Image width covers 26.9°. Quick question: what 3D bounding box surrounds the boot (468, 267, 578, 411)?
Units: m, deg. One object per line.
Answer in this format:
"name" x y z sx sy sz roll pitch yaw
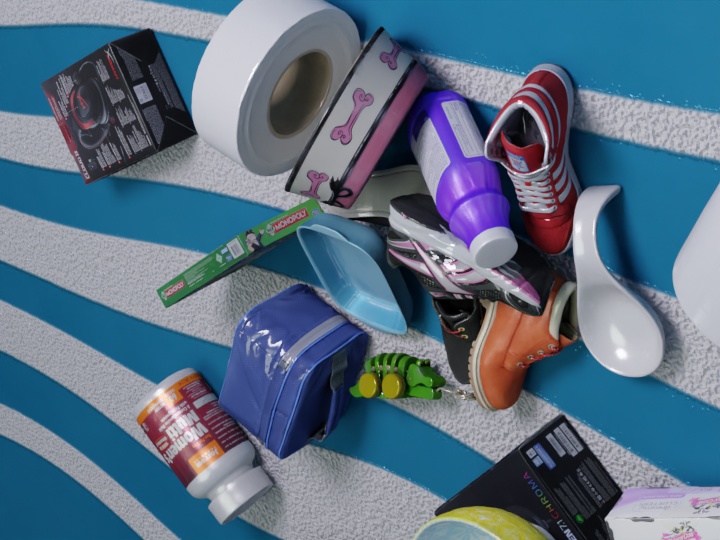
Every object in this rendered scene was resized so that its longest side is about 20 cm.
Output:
"boot" 0.180 0.080 1.626 0.107 0.075 0.201 24 126 28

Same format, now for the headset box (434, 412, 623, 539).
"headset box" 0.201 0.290 1.703 0.175 0.093 0.200 54 138 8

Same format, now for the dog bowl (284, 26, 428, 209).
"dog bowl" 0.001 -0.153 1.590 0.073 0.201 0.201 31 135 -2

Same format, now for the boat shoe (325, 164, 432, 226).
"boat shoe" 0.050 -0.076 1.674 0.199 0.060 0.075 2 87 42

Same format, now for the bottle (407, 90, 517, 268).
"bottle" 0.106 -0.092 1.544 0.084 0.065 0.201 99 156 -49

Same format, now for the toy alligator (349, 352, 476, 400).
"toy alligator" 0.061 0.124 1.776 0.199 0.059 0.055 -3 86 46

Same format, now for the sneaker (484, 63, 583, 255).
"sneaker" 0.173 -0.093 1.497 0.071 0.112 0.202 4 116 25

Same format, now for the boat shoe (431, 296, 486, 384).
"boat shoe" 0.109 0.042 1.681 0.073 0.063 0.203 17 124 35

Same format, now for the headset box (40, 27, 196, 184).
"headset box" -0.322 -0.208 1.954 0.199 0.075 0.150 -18 98 48

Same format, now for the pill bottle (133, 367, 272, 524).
"pill bottle" -0.215 0.243 2.074 0.200 0.109 0.110 51 138 10

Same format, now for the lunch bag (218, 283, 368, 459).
"lunch bag" -0.079 0.136 1.861 0.132 0.135 0.201 37 135 24

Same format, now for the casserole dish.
"casserole dish" 0.000 0.000 1.732 0.120 0.039 0.200 20 154 33

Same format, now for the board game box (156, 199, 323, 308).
"board game box" -0.149 -0.021 1.844 0.200 0.134 0.029 -30 91 48

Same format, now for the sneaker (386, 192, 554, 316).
"sneaker" 0.111 -0.002 1.575 0.199 0.080 0.087 33 127 25

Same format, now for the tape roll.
"tape roll" -0.089 -0.205 1.634 0.071 0.202 0.204 32 131 26

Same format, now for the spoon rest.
"spoon rest" 0.253 0.018 1.525 0.099 0.060 0.202 -1 110 45

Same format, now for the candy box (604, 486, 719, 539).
"candy box" 0.362 0.326 1.560 0.167 0.071 0.202 -6 108 34

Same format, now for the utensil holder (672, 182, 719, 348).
"utensil holder" 0.381 -0.037 1.292 0.170 0.170 0.201 42 138 19

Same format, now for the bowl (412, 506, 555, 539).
"bowl" 0.159 0.331 1.615 0.199 0.107 0.202 23 126 35
